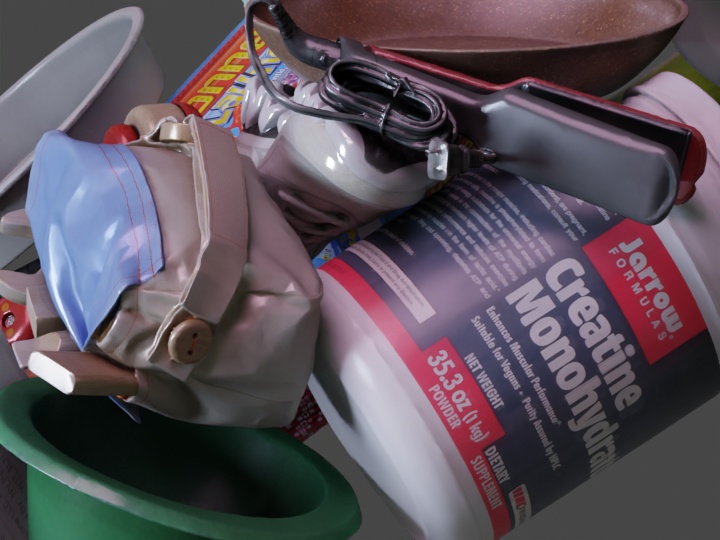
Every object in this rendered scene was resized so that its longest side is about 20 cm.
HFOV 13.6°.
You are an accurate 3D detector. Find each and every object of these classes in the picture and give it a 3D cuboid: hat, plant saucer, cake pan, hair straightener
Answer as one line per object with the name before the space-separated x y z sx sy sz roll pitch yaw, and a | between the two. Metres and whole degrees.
hat | -0.103 0.158 1.268 0.165 0.177 0.200 20 13 9
plant saucer | 0.047 -0.103 1.358 0.200 0.037 0.200 1 16 0
cake pan | -0.175 -0.055 1.563 0.200 0.037 0.200 -40 17 14
hair straightener | 0.038 -0.067 1.219 0.199 0.041 0.077 24 24 13

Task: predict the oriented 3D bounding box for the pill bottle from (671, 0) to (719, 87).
pill bottle | 0.228 -0.183 1.479 0.113 0.113 0.200 0 43 31

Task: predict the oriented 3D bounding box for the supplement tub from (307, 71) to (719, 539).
supplement tub | 0.081 0.018 1.295 0.200 0.141 0.140 -33 37 -9

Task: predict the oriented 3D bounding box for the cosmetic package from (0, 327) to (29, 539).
cosmetic package | -0.242 0.128 1.326 0.199 0.165 0.165 -1 43 31

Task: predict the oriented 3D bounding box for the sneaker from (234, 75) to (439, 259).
sneaker | -0.020 -0.036 1.318 0.081 0.075 0.200 -60 13 -4

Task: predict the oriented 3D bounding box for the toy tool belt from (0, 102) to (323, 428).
toy tool belt | -0.102 -0.010 1.272 0.122 0.125 0.200 -4 34 -22

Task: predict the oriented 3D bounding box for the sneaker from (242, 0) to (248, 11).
sneaker | 0.010 -0.191 1.483 0.200 0.118 0.074 -13 33 25

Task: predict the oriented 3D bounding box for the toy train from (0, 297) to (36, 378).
toy train | -0.139 0.074 1.418 0.200 0.085 0.116 -26 56 23

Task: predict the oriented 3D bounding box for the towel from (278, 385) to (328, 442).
towel | 0.000 0.000 1.465 0.200 0.023 0.145 -36 37 -14

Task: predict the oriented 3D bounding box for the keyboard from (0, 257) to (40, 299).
keyboard | -0.180 0.022 1.553 0.200 0.011 0.056 -27 36 -2

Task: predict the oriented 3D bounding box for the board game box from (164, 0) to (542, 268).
board game box | 0.004 -0.087 1.507 0.195 0.056 0.200 6 45 44
